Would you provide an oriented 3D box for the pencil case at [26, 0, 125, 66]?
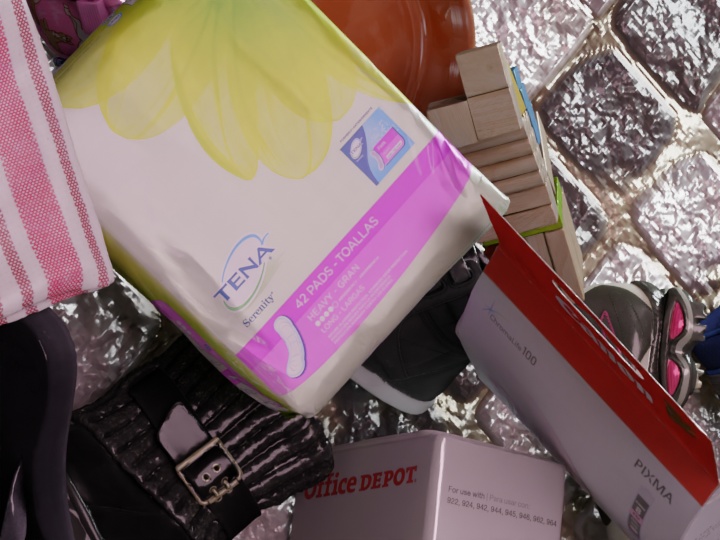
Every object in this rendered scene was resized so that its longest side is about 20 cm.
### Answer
[{"bbox_3d":[-0.079,-0.170,1.213,0.199,0.083,0.087,-24,92,-32],"label":"pencil case"}]

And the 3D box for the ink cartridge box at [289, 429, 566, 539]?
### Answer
[{"bbox_3d":[0.024,0.191,1.169,0.084,0.145,0.201,15,74,-28],"label":"ink cartridge box"}]

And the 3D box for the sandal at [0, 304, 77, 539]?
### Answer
[{"bbox_3d":[-0.169,0.107,1.081,0.043,0.076,0.201,-25,125,-46],"label":"sandal"}]

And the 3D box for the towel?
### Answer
[{"bbox_3d":[-0.209,-0.032,0.988,0.199,0.030,0.147,-21,96,-29],"label":"towel"}]

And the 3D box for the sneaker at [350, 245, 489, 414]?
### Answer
[{"bbox_3d":[0.000,0.000,1.192,0.200,0.099,0.071,29,28,-41],"label":"sneaker"}]

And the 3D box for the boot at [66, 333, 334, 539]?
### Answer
[{"bbox_3d":[-0.075,0.141,1.160,0.157,0.079,0.212,-28,95,-31],"label":"boot"}]

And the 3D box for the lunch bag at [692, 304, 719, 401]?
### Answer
[{"bbox_3d":[0.301,0.029,1.367,0.200,0.136,0.133,-32,98,-32],"label":"lunch bag"}]

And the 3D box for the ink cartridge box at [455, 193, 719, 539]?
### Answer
[{"bbox_3d":[0.107,0.064,1.110,0.057,0.200,0.163,-42,68,0],"label":"ink cartridge box"}]

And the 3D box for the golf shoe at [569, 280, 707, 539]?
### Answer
[{"bbox_3d":[0.145,0.106,1.311,0.088,0.077,0.201,4,78,-7],"label":"golf shoe"}]

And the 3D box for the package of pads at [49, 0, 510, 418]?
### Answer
[{"bbox_3d":[-0.053,-0.044,1.098,0.200,0.068,0.155,45,80,-8],"label":"package of pads"}]

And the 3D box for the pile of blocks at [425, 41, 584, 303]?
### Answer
[{"bbox_3d":[0.070,-0.055,1.267,0.200,0.062,0.082,65,15,-47],"label":"pile of blocks"}]

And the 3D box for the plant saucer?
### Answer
[{"bbox_3d":[-0.027,-0.095,1.209,0.200,0.032,0.201,-21,127,-30],"label":"plant saucer"}]
